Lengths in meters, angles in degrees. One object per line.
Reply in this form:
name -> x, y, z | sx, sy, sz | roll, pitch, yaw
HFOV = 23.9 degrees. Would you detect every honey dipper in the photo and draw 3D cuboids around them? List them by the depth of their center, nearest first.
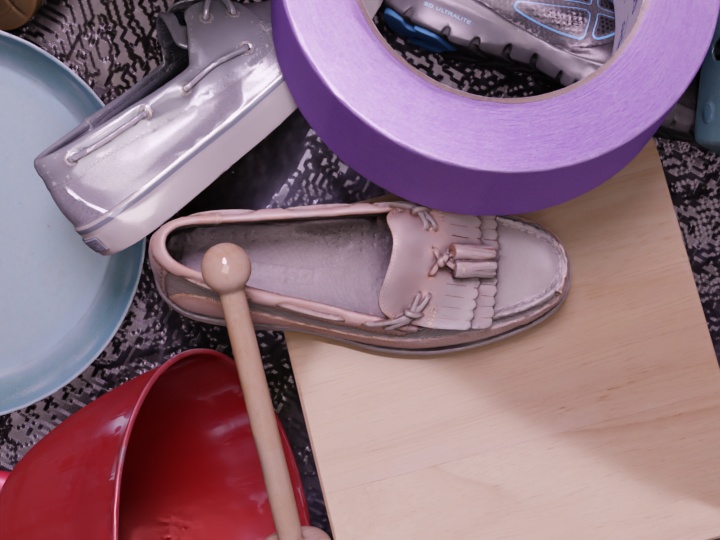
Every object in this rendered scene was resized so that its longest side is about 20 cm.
honey dipper -> -0.041, 0.080, 0.785 | 0.038, 0.038, 0.201 | -11, 112, -2

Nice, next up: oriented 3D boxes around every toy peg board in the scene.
toy peg board -> 0.071, 0.057, 0.862 | 0.199, 0.098, 0.200 | -14, 81, -1

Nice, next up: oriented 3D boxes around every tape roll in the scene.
tape roll -> 0.059, -0.129, 0.779 | 0.199, 0.066, 0.201 | 1, 74, -4

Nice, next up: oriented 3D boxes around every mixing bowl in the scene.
mixing bowl -> -0.109, 0.144, 0.815 | 0.108, 0.200, 0.201 | -11, 96, 21

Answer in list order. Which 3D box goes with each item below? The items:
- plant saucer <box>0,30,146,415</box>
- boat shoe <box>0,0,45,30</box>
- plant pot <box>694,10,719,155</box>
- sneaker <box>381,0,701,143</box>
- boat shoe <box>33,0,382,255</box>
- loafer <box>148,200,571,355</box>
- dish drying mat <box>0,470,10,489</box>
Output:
plant saucer -> -0.206, -0.025, 0.855 | 0.199, 0.027, 0.201 | -1, 100, -3
boat shoe -> -0.228, -0.199, 0.830 | 0.200, 0.073, 0.063 | 34, 49, -2
plant pot -> 0.268, -0.092, 0.798 | 0.199, 0.141, 0.142 | 3, 96, -17
sneaker -> 0.115, -0.123, 0.845 | 0.199, 0.073, 0.082 | 23, 89, -7
boat shoe -> -0.072, -0.096, 0.819 | 0.201, 0.070, 0.072 | -44, 110, -13
loafer -> 0.000, 0.000, 0.792 | 0.199, 0.063, 0.072 | 1, 80, 2
dish drying mat -> -0.254, 0.131, 0.878 | 0.199, 0.018, 0.077 | 8, 96, -3
